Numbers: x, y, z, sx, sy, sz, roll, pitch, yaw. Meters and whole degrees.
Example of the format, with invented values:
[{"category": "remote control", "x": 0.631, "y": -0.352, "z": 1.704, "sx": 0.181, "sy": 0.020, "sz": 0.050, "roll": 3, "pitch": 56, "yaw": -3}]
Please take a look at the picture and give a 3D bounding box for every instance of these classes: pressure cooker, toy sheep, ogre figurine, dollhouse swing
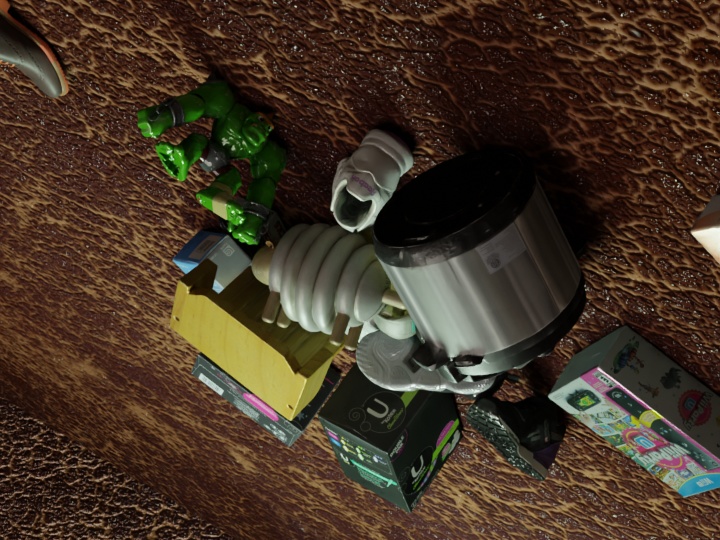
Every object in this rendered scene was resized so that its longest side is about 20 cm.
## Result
[{"category": "pressure cooker", "x": 0.122, "y": 0.007, "z": 1.352, "sx": 0.176, "sy": 0.179, "sz": 0.200, "roll": -18, "pitch": 119, "yaw": 25}, {"category": "toy sheep", "x": -0.034, "y": 0.014, "z": 1.582, "sx": 0.200, "sy": 0.138, "sz": 0.138, "roll": 17, "pitch": 153, "yaw": 18}, {"category": "ogre figurine", "x": -0.157, "y": -0.137, "z": 1.580, "sx": 0.200, "sy": 0.120, "sz": 0.098, "roll": 39, "pitch": 154, "yaw": -11}, {"category": "dollhouse swing", "x": -0.107, "y": 0.053, "z": 1.765, "sx": 0.200, "sy": 0.176, "sz": 0.182, "roll": 38, "pitch": 150, "yaw": 9}]

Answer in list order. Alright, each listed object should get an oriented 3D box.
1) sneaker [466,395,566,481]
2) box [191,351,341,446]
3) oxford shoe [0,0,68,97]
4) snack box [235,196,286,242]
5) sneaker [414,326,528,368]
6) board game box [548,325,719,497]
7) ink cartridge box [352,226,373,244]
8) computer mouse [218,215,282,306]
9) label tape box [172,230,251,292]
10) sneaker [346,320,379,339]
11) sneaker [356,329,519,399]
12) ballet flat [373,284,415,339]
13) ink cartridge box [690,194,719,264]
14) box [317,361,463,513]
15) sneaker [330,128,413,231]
[{"category": "sneaker", "x": 0.198, "y": 0.184, "z": 1.733, "sx": 0.076, "sy": 0.088, "sz": 0.200, "roll": 25, "pitch": 166, "yaw": 35}, {"category": "box", "x": -0.148, "y": 0.163, "z": 2.170, "sx": 0.200, "sy": 0.115, "sz": 0.132, "roll": 37, "pitch": 159, "yaw": 1}, {"category": "oxford shoe", "x": -0.458, "y": -0.287, "z": 1.782, "sx": 0.071, "sy": 0.073, "sz": 0.200, "roll": 4, "pitch": 142, "yaw": 52}, {"category": "snack box", "x": -0.111, "y": -0.020, "z": 1.869, "sx": 0.072, "sy": 0.024, "sz": 0.200, "roll": 22, "pitch": 154, "yaw": 33}, {"category": "sneaker", "x": 0.130, "y": 0.065, "z": 1.483, "sx": 0.200, "sy": 0.116, "sz": 0.075, "roll": -21, "pitch": 119, "yaw": 34}, {"category": "board game box", "x": 0.327, "y": 0.160, "z": 1.540, "sx": 0.200, "sy": 0.064, "sz": 0.148, "roll": 36, "pitch": 158, "yaw": -1}, {"category": "ink cartridge box", "x": 0.113, "y": 0.001, "z": 1.564, "sx": 0.198, "sy": 0.047, "sz": 0.200, "roll": 44, "pitch": 159, "yaw": -17}, {"category": "computer mouse", "x": -0.104, "y": 0.007, "z": 1.743, "sx": 0.200, "sy": 0.044, "sz": 0.110, "roll": 44, "pitch": 170, "yaw": 34}, {"category": "label tape box", "x": -0.161, "y": 0.035, "z": 1.963, "sx": 0.200, "sy": 0.066, "sz": 0.143, "roll": 45, "pitch": 167, "yaw": -18}, {"category": "sneaker", "x": -0.023, "y": 0.034, "z": 1.785, "sx": 0.200, "sy": 0.074, "sz": 0.116, "roll": 39, "pitch": 155, "yaw": -11}, {"category": "sneaker", "x": 0.097, "y": 0.122, "z": 1.720, "sx": 0.200, "sy": 0.076, "sz": 0.114, "roll": 7, "pitch": 172, "yaw": 34}, {"category": "ballet flat", "x": 0.000, "y": 0.000, "z": 1.670, "sx": 0.200, "sy": 0.067, "sz": 0.064, "roll": 43, "pitch": 157, "yaw": 21}, {"category": "ink cartridge box", "x": 0.394, "y": -0.003, "z": 1.137, "sx": 0.162, "sy": 0.050, "sz": 0.200, "roll": 44, "pitch": 160, "yaw": -19}, {"category": "box", "x": 0.046, "y": 0.218, "z": 1.949, "sx": 0.124, "sy": 0.149, "sz": 0.200, "roll": 26, "pitch": 155, "yaw": 27}, {"category": "sneaker", "x": -0.007, "y": -0.081, "z": 1.501, "sx": 0.075, "sy": 0.100, "sz": 0.200, "roll": 34, "pitch": 159, "yaw": 3}]
